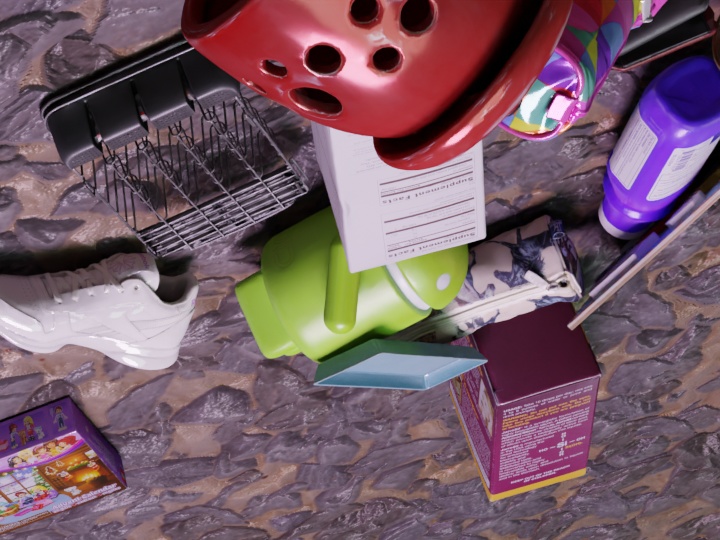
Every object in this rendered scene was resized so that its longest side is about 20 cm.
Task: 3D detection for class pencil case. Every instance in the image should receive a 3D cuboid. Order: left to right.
[{"bbox_3d":[0.095,0.021,1.710,0.198,0.078,0.090,-22,-167,8],"label":"pencil case"},{"bbox_3d":[0.147,-0.166,1.353,0.088,0.088,0.200,-50,-179,42],"label":"pencil case"}]

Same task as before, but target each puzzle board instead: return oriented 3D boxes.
[{"bbox_3d":[0.264,-0.041,1.690,0.200,0.017,0.151,-46,177,37],"label":"puzzle board"}]

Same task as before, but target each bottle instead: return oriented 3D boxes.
[{"bbox_3d":[0.244,-0.094,1.617,0.083,0.065,0.200,-33,162,-24],"label":"bottle"}]

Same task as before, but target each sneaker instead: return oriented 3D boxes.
[{"bbox_3d":[-0.220,0.018,1.582,0.199,0.075,0.100,10,121,-38],"label":"sneaker"}]

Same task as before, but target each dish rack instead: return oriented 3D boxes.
[{"bbox_3d":[-0.129,-0.084,1.466,0.152,0.055,0.200,-22,150,9],"label":"dish rack"}]

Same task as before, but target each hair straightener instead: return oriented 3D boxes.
[{"bbox_3d":[0.169,-0.177,1.495,0.198,0.041,0.077,-18,149,9],"label":"hair straightener"}]

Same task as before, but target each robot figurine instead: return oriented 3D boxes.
[{"bbox_3d":[0.000,0.000,1.599,0.199,0.117,0.175,-27,171,17],"label":"robot figurine"}]

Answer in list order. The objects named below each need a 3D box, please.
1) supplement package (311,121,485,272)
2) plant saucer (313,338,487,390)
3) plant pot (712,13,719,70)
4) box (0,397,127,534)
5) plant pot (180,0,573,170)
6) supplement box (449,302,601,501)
[{"bbox_3d":[0.024,-0.106,1.434,0.108,0.115,0.201,-14,150,-3],"label":"supplement package"},{"bbox_3d":[0.034,0.078,1.650,0.070,0.019,0.200,-26,165,25],"label":"plant saucer"},{"bbox_3d":[0.373,-0.151,1.520,0.199,0.188,0.186,26,130,-31],"label":"plant pot"},{"bbox_3d":[-0.330,0.193,1.810,0.198,0.039,0.137,-21,148,5],"label":"box"},{"bbox_3d":[0.015,-0.171,1.206,0.182,0.201,0.200,37,124,-21],"label":"plant pot"},{"bbox_3d":[0.149,0.104,1.829,0.102,0.132,0.201,-15,149,-7],"label":"supplement box"}]
